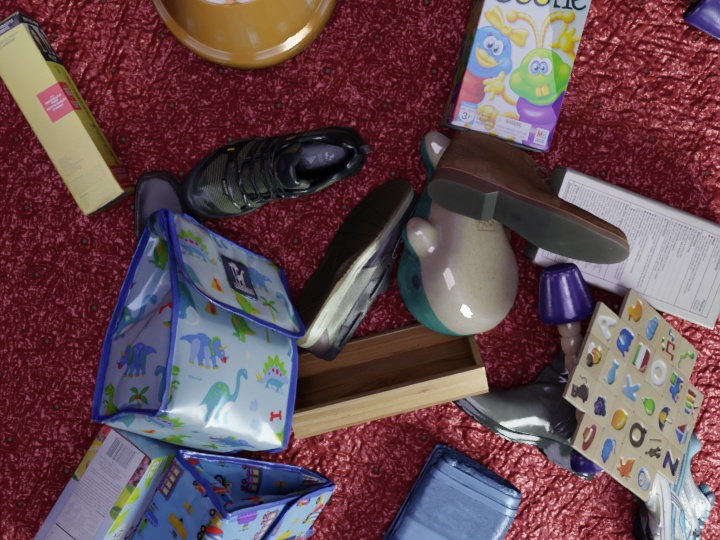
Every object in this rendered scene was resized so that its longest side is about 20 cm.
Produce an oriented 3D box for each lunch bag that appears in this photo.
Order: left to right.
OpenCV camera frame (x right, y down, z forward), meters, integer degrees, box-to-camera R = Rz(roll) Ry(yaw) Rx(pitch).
[{"bbox_3d":[-0.145,0.061,1.043,0.126,0.169,0.203,-12,63,37],"label":"lunch bag"},{"bbox_3d":[-0.121,0.266,1.100,0.094,0.199,0.152,41,109,34],"label":"lunch bag"}]

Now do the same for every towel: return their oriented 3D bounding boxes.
[{"bbox_3d":[0.081,0.296,1.161,0.111,0.049,0.202,29,94,-3],"label":"towel"}]

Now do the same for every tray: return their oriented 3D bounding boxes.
[{"bbox_3d":[0.023,0.106,1.113,0.197,0.099,0.037,-15,122,1],"label":"tray"}]

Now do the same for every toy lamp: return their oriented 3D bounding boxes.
[{"bbox_3d":[0.214,0.094,1.076,0.057,0.058,0.203,-13,102,0],"label":"toy lamp"},{"bbox_3d":[0.306,-0.311,1.099,0.199,0.058,0.058,41,94,-5],"label":"toy lamp"}]

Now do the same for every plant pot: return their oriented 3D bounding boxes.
[{"bbox_3d":[-0.115,-0.298,1.029,0.197,0.183,0.204,0,96,-1],"label":"plant pot"}]

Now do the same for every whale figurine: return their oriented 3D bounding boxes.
[{"bbox_3d":[0.086,-0.034,1.101,0.103,0.158,0.204,-14,82,43],"label":"whale figurine"}]

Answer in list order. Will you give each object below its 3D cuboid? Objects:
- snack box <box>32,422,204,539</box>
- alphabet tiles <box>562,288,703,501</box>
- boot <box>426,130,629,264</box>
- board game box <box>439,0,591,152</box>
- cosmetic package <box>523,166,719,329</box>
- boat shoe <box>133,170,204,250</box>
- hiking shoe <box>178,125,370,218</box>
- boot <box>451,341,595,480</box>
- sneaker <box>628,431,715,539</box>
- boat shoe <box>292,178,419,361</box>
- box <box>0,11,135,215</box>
[{"bbox_3d":[-0.246,0.244,1.085,0.067,0.169,0.202,32,93,13],"label":"snack box"},{"bbox_3d":[0.272,0.123,1.075,0.199,0.006,0.168,37,69,-33],"label":"alphabet tiles"},{"bbox_3d":[0.167,-0.071,1.027,0.198,0.074,0.076,25,63,3],"label":"boot"},{"bbox_3d":[0.157,-0.229,1.081,0.103,0.103,0.203,15,95,-3],"label":"board game box"},{"bbox_3d":[0.278,-0.025,1.119,0.197,0.073,0.105,21,96,-3],"label":"cosmetic package"},{"bbox_3d":[-0.192,-0.001,1.112,0.073,0.073,0.203,-10,96,0],"label":"boat shoe"},{"bbox_3d":[-0.088,-0.104,1.087,0.197,0.101,0.077,-19,94,-3],"label":"hiking shoe"},{"bbox_3d":[0.191,0.120,1.143,0.198,0.068,0.132,27,90,-11],"label":"boot"},{"bbox_3d":[0.335,0.263,1.149,0.085,0.078,0.204,-8,96,-4],"label":"sneaker"},{"bbox_3d":[0.000,0.001,1.124,0.066,0.071,0.202,40,80,-33],"label":"boat shoe"},{"bbox_3d":[-0.301,-0.154,1.096,0.050,0.075,0.202,-29,95,2],"label":"box"}]
